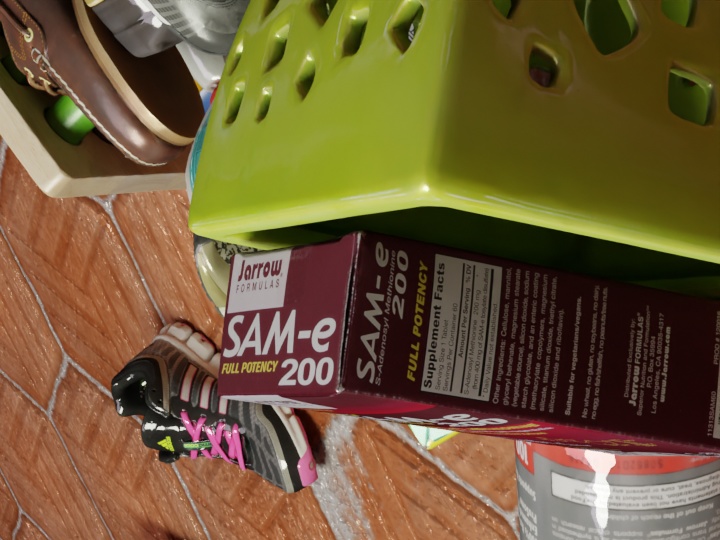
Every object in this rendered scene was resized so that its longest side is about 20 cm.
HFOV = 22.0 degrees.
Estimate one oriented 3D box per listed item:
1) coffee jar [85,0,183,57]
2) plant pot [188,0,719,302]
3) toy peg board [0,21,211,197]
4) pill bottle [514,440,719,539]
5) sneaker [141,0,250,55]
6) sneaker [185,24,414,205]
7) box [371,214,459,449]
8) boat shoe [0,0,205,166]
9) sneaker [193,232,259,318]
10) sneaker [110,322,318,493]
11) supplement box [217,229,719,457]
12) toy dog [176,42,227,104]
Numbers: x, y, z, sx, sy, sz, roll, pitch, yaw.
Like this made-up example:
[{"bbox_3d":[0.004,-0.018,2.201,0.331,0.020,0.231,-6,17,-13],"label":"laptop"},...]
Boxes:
[{"bbox_3d":[-0.119,-0.207,0.885,0.201,0.104,0.085,57,167,-13],"label":"coffee jar"},{"bbox_3d":[0.066,-0.091,0.701,0.199,0.197,0.184,-7,75,61],"label":"plant pot"},{"bbox_3d":[-0.161,-0.154,1.108,0.098,0.199,0.201,-41,79,20],"label":"toy peg board"},{"bbox_3d":[0.134,0.139,0.896,0.115,0.115,0.202,22,124,49],"label":"pill bottle"},{"bbox_3d":[-0.090,-0.185,0.800,0.090,0.066,0.202,-139,28,-72],"label":"sneaker"},{"bbox_3d":[0.001,-0.095,0.822,0.071,0.200,0.080,45,157,-6],"label":"sneaker"},{"bbox_3d":[0.048,-0.009,0.882,0.048,0.200,0.118,-31,95,26],"label":"box"},{"bbox_3d":[-0.151,-0.128,0.965,0.070,0.070,0.201,-42,65,22],"label":"boat shoe"},{"bbox_3d":[0.000,0.000,0.999,0.088,0.199,0.078,-26,55,43],"label":"sneaker"},{"bbox_3d":[-0.112,0.113,1.353,0.199,0.087,0.074,34,145,39],"label":"sneaker"},{"bbox_3d":[0.056,0.033,0.722,0.109,0.198,0.062,-8,73,62],"label":"supplement box"},{"bbox_3d":[-0.060,-0.139,1.003,0.096,0.132,0.201,-41,85,23],"label":"toy dog"}]
